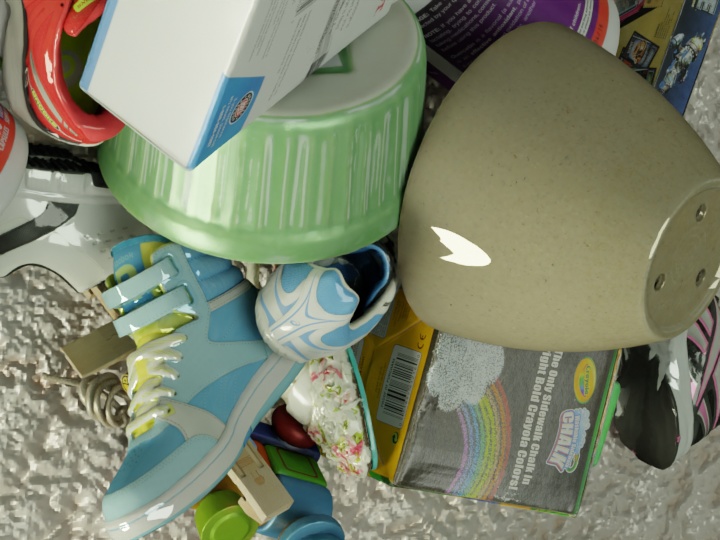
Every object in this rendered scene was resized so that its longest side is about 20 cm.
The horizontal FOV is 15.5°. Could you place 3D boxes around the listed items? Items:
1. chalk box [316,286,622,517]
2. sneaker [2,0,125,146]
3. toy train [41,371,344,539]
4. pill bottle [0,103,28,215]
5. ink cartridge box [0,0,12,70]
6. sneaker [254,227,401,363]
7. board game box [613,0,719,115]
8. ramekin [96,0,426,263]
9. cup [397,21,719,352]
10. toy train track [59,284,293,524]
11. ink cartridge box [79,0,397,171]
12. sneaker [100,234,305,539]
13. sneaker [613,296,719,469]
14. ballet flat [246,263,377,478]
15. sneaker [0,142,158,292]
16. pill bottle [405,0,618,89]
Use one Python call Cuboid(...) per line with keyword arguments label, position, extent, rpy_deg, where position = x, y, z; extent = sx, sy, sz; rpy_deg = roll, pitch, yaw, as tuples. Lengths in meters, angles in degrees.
Cuboid(label="chalk box", position=(0.082, 0.084, 1.750), extent=(0.200, 0.124, 0.125), rpy_deg=(13, 93, -36))
Cuboid(label="sneaker", position=(-0.156, -0.166, 1.463), extent=(0.077, 0.085, 0.201), rpy_deg=(-19, 114, -31))
Cuboid(label="toy train", position=(-0.101, 0.128, 1.631), extent=(0.200, 0.116, 0.085), rpy_deg=(20, 114, -35))
Cuboid(label="pill bottle", position=(-0.286, -0.098, 1.470), extent=(0.113, 0.112, 0.200), rpy_deg=(-52, 124, -11))
Cuboid(label="ink cartridge box", position=(-0.177, -0.185, 1.541), extent=(0.200, 0.076, 0.148), rpy_deg=(35, 82, -33))
Cuboid(label="sneaker", position=(0.000, 0.000, 1.597), extent=(0.072, 0.072, 0.200), rpy_deg=(61, 25, -8))
Cuboid(label="board game box", position=(0.168, -0.144, 1.741), extent=(0.035, 0.135, 0.200), rpy_deg=(19, 92, -36))
Cuboid(label="ramekin", position=(-0.054, -0.105, 1.553), extent=(0.200, 0.200, 0.098), rpy_deg=(-20, 138, -28))
Cuboid(label="cup", position=(0.140, -0.032, 1.574), extent=(0.200, 0.143, 0.201), rpy_deg=(-34, 136, -40))
Cuboid(label="toy train track", position=(-0.112, 0.074, 1.613), extent=(0.115, 0.033, 0.200), rpy_deg=(-27, 71, -36))
Cuboid(label="ink cartridge box", position=(-0.047, -0.169, 1.430), extent=(0.200, 0.084, 0.145), rpy_deg=(-42, 164, -43))
Cuboid(label="sneaker", position=(-0.120, 0.057, 1.528), extent=(0.131, 0.079, 0.200), rpy_deg=(52, 40, -15))
Cuboid(label="sneaker", position=(0.223, 0.034, 1.868), extent=(0.086, 0.080, 0.200), rpy_deg=(-20, 121, -40))
Cuboid(label="ballet flat", position=(-0.038, 0.037, 1.670), extent=(0.064, 0.076, 0.201), rpy_deg=(-9, 78, -11))
Cuboid(label="sneaker", position=(-0.142, -0.026, 1.606), extent=(0.199, 0.074, 0.080), rpy_deg=(8, 104, -20))
Cuboid(label="pill bottle", position=(0.064, -0.178, 1.669), extent=(0.200, 0.112, 0.113), rpy_deg=(35, 82, -34))
